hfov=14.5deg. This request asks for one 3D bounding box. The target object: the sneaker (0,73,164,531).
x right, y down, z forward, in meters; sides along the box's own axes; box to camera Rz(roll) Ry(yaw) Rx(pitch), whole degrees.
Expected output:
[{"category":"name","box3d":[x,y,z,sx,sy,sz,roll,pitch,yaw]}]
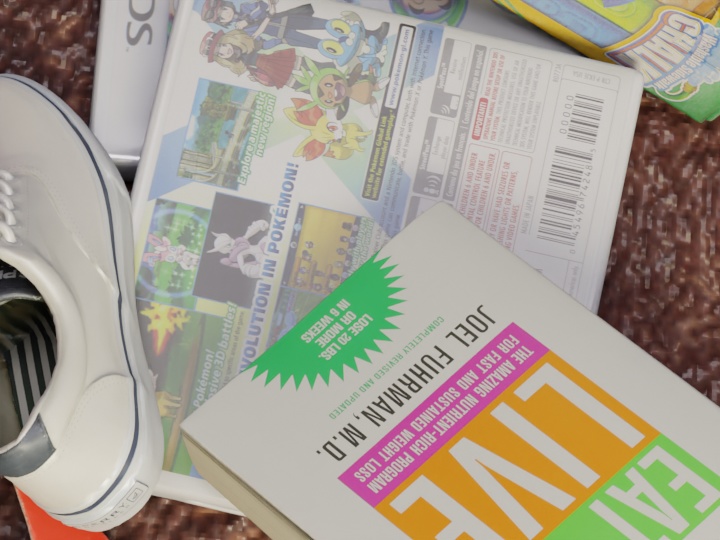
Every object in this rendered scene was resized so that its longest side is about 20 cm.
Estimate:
[{"category":"sneaker","box3d":[-0.121,-0.002,1.020,0.073,0.071,0.200,-33,53,13]}]

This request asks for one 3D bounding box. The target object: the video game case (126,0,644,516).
[{"category":"video game case","box3d":[0.000,0.000,1.064,0.182,0.022,0.201,13,77,-1]}]

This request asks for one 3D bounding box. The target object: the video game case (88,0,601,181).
[{"category":"video game case","box3d":[-0.003,-0.116,1.125,0.199,0.024,0.183,4,68,-3]}]

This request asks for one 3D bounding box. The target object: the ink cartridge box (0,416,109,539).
[{"category":"ink cartridge box","box3d":[-0.173,0.120,0.977,0.174,0.044,0.200,-43,97,-17]}]

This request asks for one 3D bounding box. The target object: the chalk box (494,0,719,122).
[{"category":"chalk box","box3d":[0.134,-0.150,1.079,0.200,0.124,0.125,29,64,-9]}]

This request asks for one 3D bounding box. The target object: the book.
[{"category":"book","box3d":[0.052,0.075,0.977,0.134,0.048,0.200,-42,56,-17]}]
